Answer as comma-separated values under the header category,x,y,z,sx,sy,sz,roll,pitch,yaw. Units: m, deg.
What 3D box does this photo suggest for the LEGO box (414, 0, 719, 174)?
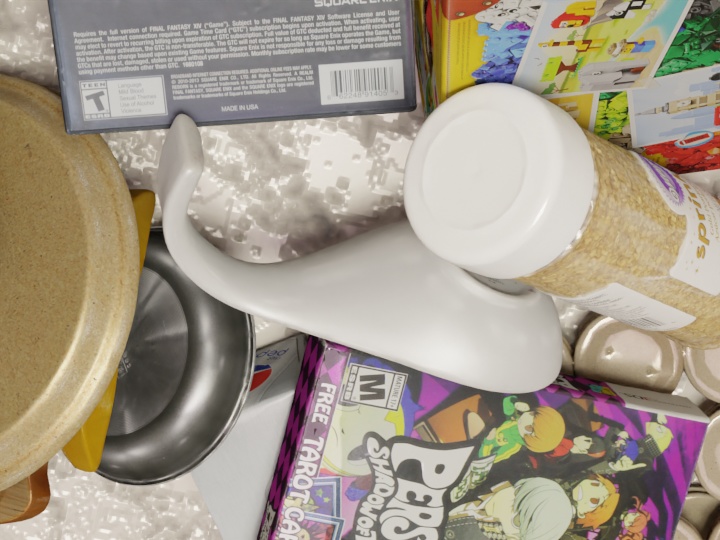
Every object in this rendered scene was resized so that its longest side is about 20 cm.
category,x,y,z,sx,sy,sz,roll,pitch,yaw
LEGO box,0.098,-0.104,0.695,0.149,0.200,0.077,-8,71,0

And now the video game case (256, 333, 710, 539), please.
category,x,y,z,sx,sy,sz,roll,pitch,yaw
video game case,0.041,0.137,0.801,0.181,0.036,0.200,12,102,-16

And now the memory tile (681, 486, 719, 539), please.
category,x,y,z,sx,sy,sz,roll,pitch,yaw
memory tile,0.199,0.202,0.906,0.200,0.017,0.153,26,106,-12

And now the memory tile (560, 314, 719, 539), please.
category,x,y,z,sx,sy,sz,roll,pitch,yaw
memory tile,0.133,0.112,0.847,0.153,0.017,0.200,-7,101,1

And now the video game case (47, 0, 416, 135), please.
category,x,y,z,sx,sy,sz,roll,pitch,yaw
video game case,-0.054,-0.151,0.692,0.143,0.019,0.200,-4,116,0

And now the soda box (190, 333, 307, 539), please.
category,x,y,z,sx,sy,sz,roll,pitch,yaw
soda box,-0.017,0.135,0.845,0.068,0.063,0.200,-21,109,4

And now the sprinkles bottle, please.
category,x,y,z,sx,sy,sz,roll,pitch,yaw
sprinkles bottle,0.098,-0.016,0.722,0.068,0.068,0.200,-53,145,14

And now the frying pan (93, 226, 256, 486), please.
category,x,y,z,sx,sy,sz,roll,pitch,yaw
frying pan,-0.130,0.042,0.809,0.190,0.031,0.115,-10,76,28

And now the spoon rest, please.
category,x,y,z,sx,sy,sz,roll,pitch,yaw
spoon rest,0.000,0.000,0.759,0.200,0.099,0.061,22,121,-25

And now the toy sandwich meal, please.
category,x,y,z,sx,sy,sz,roll,pitch,yaw
toy sandwich meal,-0.168,0.017,0.776,0.205,0.070,0.206,-5,77,22
